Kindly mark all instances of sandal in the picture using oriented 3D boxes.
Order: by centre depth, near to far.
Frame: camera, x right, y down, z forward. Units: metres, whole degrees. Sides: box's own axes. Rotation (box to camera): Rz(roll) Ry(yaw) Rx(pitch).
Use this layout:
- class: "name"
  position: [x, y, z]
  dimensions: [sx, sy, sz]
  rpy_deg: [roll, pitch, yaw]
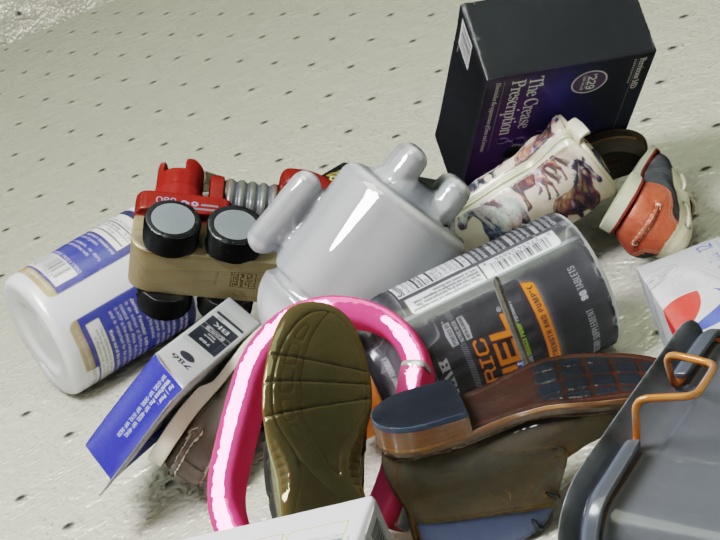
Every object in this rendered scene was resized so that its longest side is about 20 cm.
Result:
- class: "sandal"
  position: [0.151, -0.054, 1.490]
  dimensions: [0.199, 0.055, 0.082]
  rpy_deg: [-22, -24, 13]

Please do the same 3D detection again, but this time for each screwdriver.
- class: "screwdriver"
  position: [0.100, 0.055, 1.133]
  dimensions: [0.028, 0.200, 0.029]
  rpy_deg: [37, 81, 29]

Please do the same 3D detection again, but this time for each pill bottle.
- class: "pill bottle"
  position: [0.073, 0.046, 1.263]
  dimensions: [0.199, 0.107, 0.106]
  rpy_deg: [-26, 21, -8]
- class: "pill bottle"
  position: [-0.205, 0.012, 1.599]
  dimensions: [0.200, 0.120, 0.120]
  rpy_deg: [-31, 23, -23]

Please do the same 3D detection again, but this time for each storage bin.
- class: "storage bin"
  position: [0.208, 0.118, 0.935]
  dimensions: [0.134, 0.146, 0.200]
  rpy_deg: [5, 33, 32]

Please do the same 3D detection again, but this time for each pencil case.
- class: "pencil case"
  position: [0.107, -0.044, 1.416]
  dimensions: [0.200, 0.089, 0.078]
  rpy_deg: [-34, 63, 12]

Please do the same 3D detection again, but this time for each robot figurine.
- class: "robot figurine"
  position: [0.000, 0.000, 1.340]
  dimensions: [0.200, 0.169, 0.113]
  rpy_deg: [-52, 4, 4]

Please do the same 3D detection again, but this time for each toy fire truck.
- class: "toy fire truck"
  position: [-0.101, -0.045, 1.499]
  dimensions: [0.175, 0.129, 0.200]
  rpy_deg: [5, 45, -6]

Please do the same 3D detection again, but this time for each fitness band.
- class: "fitness band"
  position: [-0.027, 0.110, 1.176]
  dimensions: [0.143, 0.037, 0.201]
  rpy_deg: [3, 65, 24]

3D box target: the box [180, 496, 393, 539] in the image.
- class: "box"
  position: [-0.071, 0.216, 0.987]
  dimensions: [0.199, 0.113, 0.101]
  rpy_deg: [-15, 24, 20]

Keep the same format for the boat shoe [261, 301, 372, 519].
- class: "boat shoe"
  position: [-0.030, 0.120, 1.111]
  dimensions: [0.071, 0.202, 0.066]
  rpy_deg: [2, -27, -16]

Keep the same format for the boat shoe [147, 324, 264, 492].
- class: "boat shoe"
  position: [-0.088, 0.099, 1.360]
  dimensions: [0.072, 0.059, 0.200]
  rpy_deg: [-57, -5, 35]

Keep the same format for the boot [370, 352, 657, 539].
- class: "boot"
  position: [0.112, 0.113, 1.111]
  dimensions: [0.199, 0.097, 0.075]
  rpy_deg: [-9, 22, 2]

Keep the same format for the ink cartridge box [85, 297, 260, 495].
- class: "ink cartridge box"
  position: [-0.145, 0.090, 1.347]
  dimensions: [0.100, 0.039, 0.200]
  rpy_deg: [-51, -2, 20]

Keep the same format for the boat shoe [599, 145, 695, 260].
- class: "boat shoe"
  position: [0.229, -0.049, 1.393]
  dimensions: [0.071, 0.062, 0.200]
  rpy_deg: [-62, -5, 14]

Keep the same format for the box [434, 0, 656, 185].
- class: "box"
  position: [0.146, -0.143, 1.458]
  dimensions: [0.141, 0.079, 0.200]
  rpy_deg: [-13, -25, -10]

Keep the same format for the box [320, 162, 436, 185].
- class: "box"
  position: [-0.022, -0.036, 1.634]
  dimensions: [0.159, 0.049, 0.200]
  rpy_deg: [-29, 22, -24]

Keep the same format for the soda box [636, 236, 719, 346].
- class: "soda box"
  position: [0.236, 0.049, 1.147]
  dimensions: [0.063, 0.068, 0.200]
  rpy_deg: [-21, 22, 4]
